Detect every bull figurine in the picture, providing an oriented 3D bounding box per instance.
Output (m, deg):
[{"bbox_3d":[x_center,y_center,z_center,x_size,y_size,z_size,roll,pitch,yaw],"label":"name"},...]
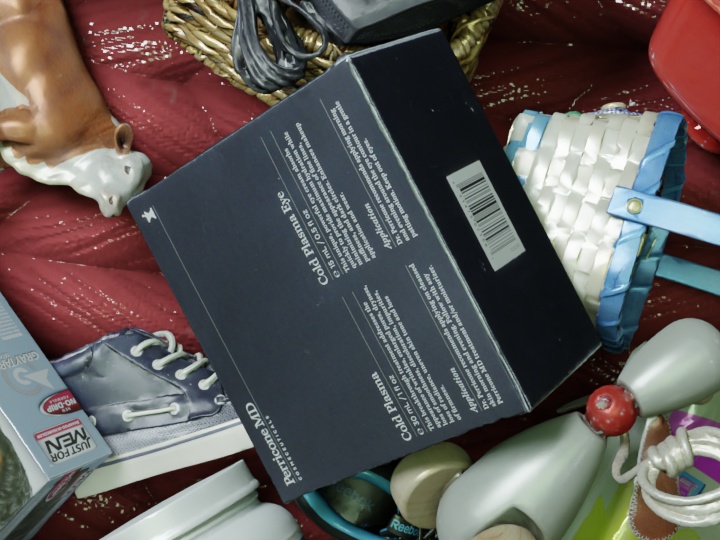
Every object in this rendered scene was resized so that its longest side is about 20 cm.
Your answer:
[{"bbox_3d":[-0.217,-0.113,0.831,0.121,0.065,0.201,-17,76,-24],"label":"bull figurine"}]

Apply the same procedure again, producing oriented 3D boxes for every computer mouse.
[{"bbox_3d":[0.018,-0.180,0.717,0.199,0.053,0.139,-14,77,5],"label":"computer mouse"}]

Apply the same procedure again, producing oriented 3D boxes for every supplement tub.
[{"bbox_3d":[-0.077,0.232,0.777,0.144,0.144,0.201,-29,87,0],"label":"supplement tub"}]

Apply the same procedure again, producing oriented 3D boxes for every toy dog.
[{"bbox_3d":[0.119,0.117,0.696,0.199,0.096,0.132,-21,47,16],"label":"toy dog"}]

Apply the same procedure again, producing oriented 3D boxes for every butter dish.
[{"bbox_3d":[0.257,-0.130,0.793,0.200,0.148,0.199,41,45,3],"label":"butter dish"}]

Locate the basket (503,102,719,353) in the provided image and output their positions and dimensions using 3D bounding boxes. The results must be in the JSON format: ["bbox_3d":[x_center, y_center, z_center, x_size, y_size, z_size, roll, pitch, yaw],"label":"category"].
[{"bbox_3d":[0.176,-0.019,0.766,0.199,0.176,0.140,22,84,14],"label":"basket"}]

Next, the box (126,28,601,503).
[{"bbox_3d":[0.000,0.000,0.714,0.182,0.104,0.201,-26,92,36],"label":"box"}]

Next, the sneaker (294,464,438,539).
[{"bbox_3d":[0.041,0.173,0.807,0.199,0.082,0.074,24,86,2],"label":"sneaker"}]

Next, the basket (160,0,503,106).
[{"bbox_3d":[-0.012,-0.185,0.770,0.199,0.149,0.143,25,44,3],"label":"basket"}]

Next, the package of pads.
[{"bbox_3d":[0.178,0.163,0.775,0.154,0.068,0.201,33,87,-41],"label":"package of pads"}]

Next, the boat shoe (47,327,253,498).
[{"bbox_3d":[-0.113,0.073,0.820,0.199,0.075,0.093,-18,94,2],"label":"boat shoe"}]

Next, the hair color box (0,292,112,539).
[{"bbox_3d":[-0.255,0.070,0.802,0.099,0.061,0.200,-45,77,27],"label":"hair color box"}]
